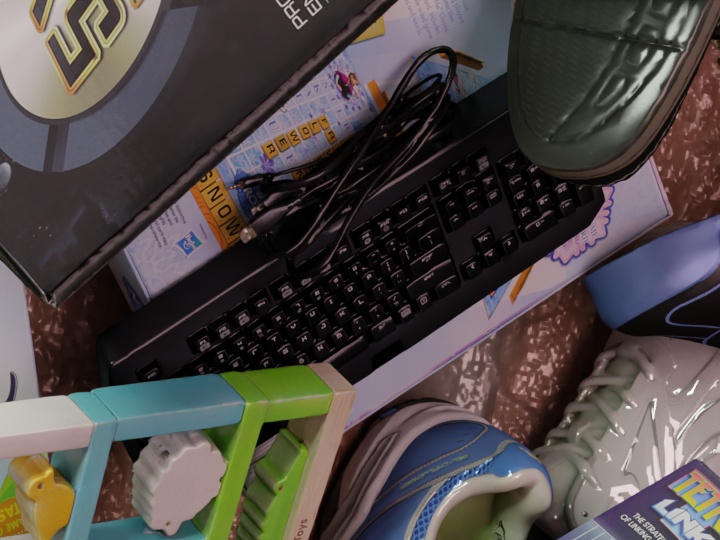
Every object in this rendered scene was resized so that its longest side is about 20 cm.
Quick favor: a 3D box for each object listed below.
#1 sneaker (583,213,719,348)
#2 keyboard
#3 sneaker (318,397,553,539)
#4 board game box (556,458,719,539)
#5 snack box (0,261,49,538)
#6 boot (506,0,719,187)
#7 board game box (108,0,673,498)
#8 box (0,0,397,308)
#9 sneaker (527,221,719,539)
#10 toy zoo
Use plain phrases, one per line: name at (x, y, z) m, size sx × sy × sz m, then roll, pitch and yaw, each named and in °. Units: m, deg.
sneaker at (0.184, 0.012, 1.034) m, size 0.200 × 0.070 × 0.078 m, roll -11°, pitch 78°, yaw -24°
keyboard at (0.000, 0.000, 0.926) m, size 0.200 × 0.040 × 0.104 m, roll -34°, pitch 128°, yaw -13°
sneaker at (0.006, 0.142, 1.002) m, size 0.076 × 0.077 × 0.200 m, roll 30°, pitch 79°, yaw -34°
board game box at (0.080, 0.187, 1.000) m, size 0.165 × 0.057 × 0.200 m, roll -28°, pitch 136°, yaw -20°
snack box at (-0.181, 0.022, 0.880) m, size 0.142 × 0.053 × 0.200 m, roll -12°, pitch 100°, yaw -33°
boot at (0.127, -0.096, 0.955) m, size 0.154 × 0.073 × 0.204 m, roll 46°, pitch 56°, yaw -52°
board game box at (-0.002, -0.050, 0.951) m, size 0.200 × 0.041 × 0.200 m, roll -32°, pitch 126°, yaw -14°
box at (-0.102, -0.120, 0.790) m, size 0.164 × 0.086 × 0.200 m, roll -42°, pitch 119°, yaw -8°
sneaker at (0.105, 0.077, 1.068) m, size 0.099 × 0.078 × 0.200 m, roll 8°, pitch 87°, yaw -31°
toy zoo at (-0.101, 0.098, 0.890) m, size 0.200 × 0.020 × 0.131 m, roll -6°, pitch 125°, yaw -38°
